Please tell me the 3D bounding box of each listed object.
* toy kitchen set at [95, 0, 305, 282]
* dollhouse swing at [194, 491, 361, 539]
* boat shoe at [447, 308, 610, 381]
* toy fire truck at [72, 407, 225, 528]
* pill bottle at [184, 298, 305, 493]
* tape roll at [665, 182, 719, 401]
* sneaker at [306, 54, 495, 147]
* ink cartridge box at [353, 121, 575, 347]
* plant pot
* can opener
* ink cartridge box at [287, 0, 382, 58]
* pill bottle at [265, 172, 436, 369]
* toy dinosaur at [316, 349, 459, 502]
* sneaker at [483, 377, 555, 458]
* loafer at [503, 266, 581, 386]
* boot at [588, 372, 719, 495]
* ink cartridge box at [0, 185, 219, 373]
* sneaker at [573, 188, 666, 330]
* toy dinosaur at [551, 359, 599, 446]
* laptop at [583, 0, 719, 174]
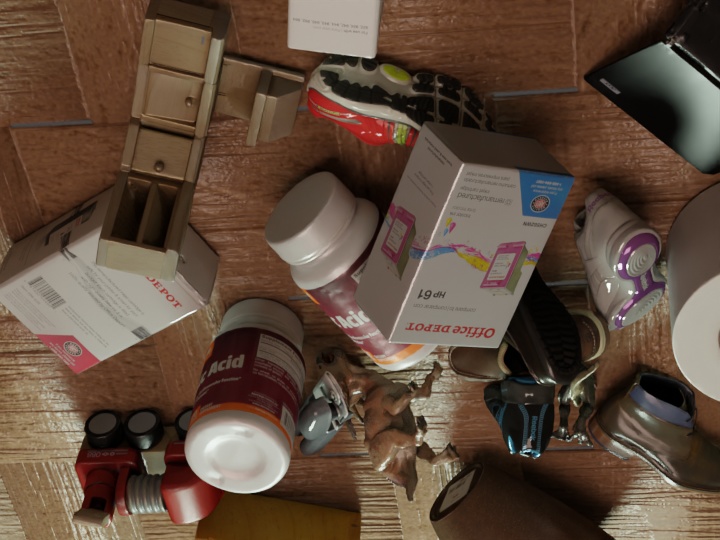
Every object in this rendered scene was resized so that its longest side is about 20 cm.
[{"bbox_3d":[-0.150,-0.119,1.526,0.161,0.182,0.201,12,135,-5],"label":"toy kitchen set"},{"bbox_3d":[-0.111,0.383,1.960,0.197,0.182,0.178,10,110,-2],"label":"dollhouse swing"},{"bbox_3d":[0.165,0.082,1.691,0.201,0.075,0.076,-18,92,40],"label":"boat shoe"},{"bbox_3d":[-0.256,0.254,1.838,0.174,0.201,0.130,-2,130,9],"label":"toy fire truck"},{"bbox_3d":[-0.120,0.131,1.718,0.113,0.201,0.115,3,130,4],"label":"pill bottle"},{"bbox_3d":[0.411,0.021,1.599,0.200,0.140,0.204,3,130,4],"label":"tape roll"},{"bbox_3d":[0.040,-0.153,1.560,0.198,0.078,0.085,22,149,-10],"label":"sneaker"},{"bbox_3d":[0.098,-0.029,1.526,0.143,0.085,0.202,4,121,-34],"label":"ink cartridge box"},{"bbox_3d":[0.182,0.329,1.879,0.200,0.187,0.187,44,123,-9],"label":"plant pot"},{"bbox_3d":[-0.057,0.169,1.778,0.066,0.054,0.200,-24,167,-22],"label":"can opener"},{"bbox_3d":[-0.014,-0.309,1.372,0.083,0.146,0.202,6,130,2],"label":"ink cartridge box"},{"bbox_3d":[0.000,0.000,1.640,0.114,0.115,0.200,-29,121,28],"label":"pill bottle"},{"bbox_3d":[0.028,0.178,1.776,0.135,0.202,0.086,-26,152,28],"label":"toy dinosaur"},{"bbox_3d":[0.172,0.164,1.729,0.072,0.083,0.200,1,172,3],"label":"sneaker"},{"bbox_3d":[0.161,0.041,1.624,0.072,0.201,0.071,8,137,-42],"label":"loafer"},{"bbox_3d":[0.366,0.186,1.785,0.198,0.075,0.097,21,132,-8],"label":"boot"},{"bbox_3d":[-0.274,0.004,1.709,0.199,0.085,0.146,-25,123,28],"label":"ink cartridge box"},{"bbox_3d":[0.267,-0.013,1.643,0.074,0.100,0.201,-30,149,-12],"label":"sneaker"},{"bbox_3d":[0.233,0.140,1.696,0.047,0.200,0.089,11,86,6],"label":"toy dinosaur"},{"bbox_3d":[0.351,-0.203,1.504,0.176,0.103,0.201,33,101,-21],"label":"laptop"}]
